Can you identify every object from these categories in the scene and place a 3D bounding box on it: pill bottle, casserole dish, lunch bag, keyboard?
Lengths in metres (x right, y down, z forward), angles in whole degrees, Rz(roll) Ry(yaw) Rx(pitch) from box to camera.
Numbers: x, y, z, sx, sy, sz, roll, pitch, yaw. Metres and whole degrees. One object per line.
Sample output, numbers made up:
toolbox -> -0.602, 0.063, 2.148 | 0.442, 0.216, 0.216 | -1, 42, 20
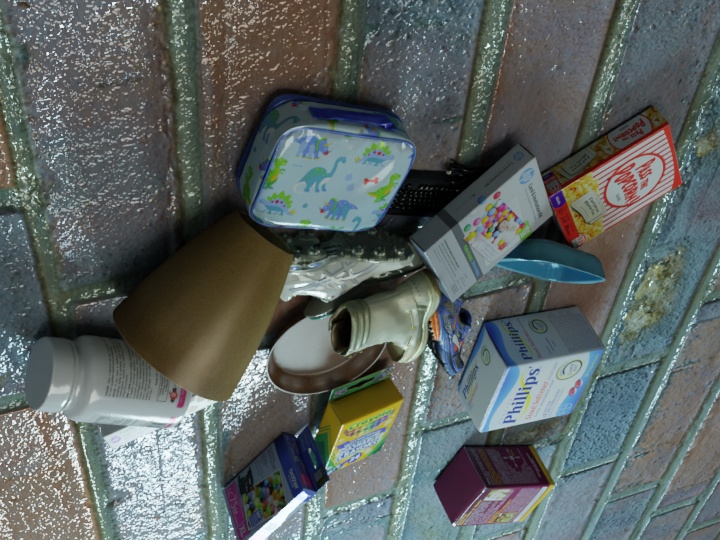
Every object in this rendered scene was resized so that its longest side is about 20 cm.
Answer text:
pill bottle -> -0.335, 0.148, 1.308 | 0.199, 0.114, 0.114 | 13, 127, -39
casserole dish -> 0.292, -0.015, 1.507 | 0.199, 0.039, 0.121 | 13, 170, -39
lunch bag -> -0.040, -0.131, 1.197 | 0.198, 0.083, 0.161 | 2, 134, -31
keyboard -> 0.133, -0.104, 1.359 | 0.198, 0.040, 0.105 | -1, 135, -30

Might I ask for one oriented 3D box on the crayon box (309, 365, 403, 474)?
crayon box -> -0.006, 0.254, 1.631 | 0.125, 0.052, 0.201 | -18, 146, -30

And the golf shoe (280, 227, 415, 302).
golf shoe -> -0.026, -0.004, 1.340 | 0.198, 0.079, 0.098 | -2, 126, -11

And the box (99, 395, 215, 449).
box -> -0.288, 0.201, 1.452 | 0.199, 0.042, 0.039 | -25, 141, -5

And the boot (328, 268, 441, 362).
boot -> 0.026, 0.088, 1.415 | 0.154, 0.072, 0.201 | -21, 151, -24

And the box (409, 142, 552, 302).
box -> 0.174, -0.064, 1.375 | 0.200, 0.041, 0.156 | -41, 146, -4

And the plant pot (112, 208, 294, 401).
plant pot -> -0.179, 0.029, 1.237 | 0.200, 0.186, 0.186 | -51, 137, 8

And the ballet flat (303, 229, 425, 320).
ballet flat -> 0.000, 0.000, 1.392 | 0.199, 0.067, 0.064 | -26, 114, -3

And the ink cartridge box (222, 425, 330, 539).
ink cartridge box -> -0.146, 0.363, 1.645 | 0.200, 0.120, 0.042 | -42, 137, 17

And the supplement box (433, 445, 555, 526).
supplement box -> 0.269, 0.433, 1.971 | 0.199, 0.104, 0.131 | 8, 130, -36

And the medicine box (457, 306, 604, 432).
medicine box -> 0.293, 0.172, 1.701 | 0.198, 0.103, 0.183 | -9, 137, -23

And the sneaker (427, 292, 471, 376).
sneaker -> 0.146, 0.099, 1.564 | 0.078, 0.076, 0.201 | -27, 143, -6

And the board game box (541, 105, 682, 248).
board game box -> 0.373, -0.134, 1.457 | 0.199, 0.046, 0.152 | -32, 141, 6

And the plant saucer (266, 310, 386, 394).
plant saucer -> -0.054, 0.113, 1.494 | 0.198, 0.035, 0.201 | -16, 138, -14
